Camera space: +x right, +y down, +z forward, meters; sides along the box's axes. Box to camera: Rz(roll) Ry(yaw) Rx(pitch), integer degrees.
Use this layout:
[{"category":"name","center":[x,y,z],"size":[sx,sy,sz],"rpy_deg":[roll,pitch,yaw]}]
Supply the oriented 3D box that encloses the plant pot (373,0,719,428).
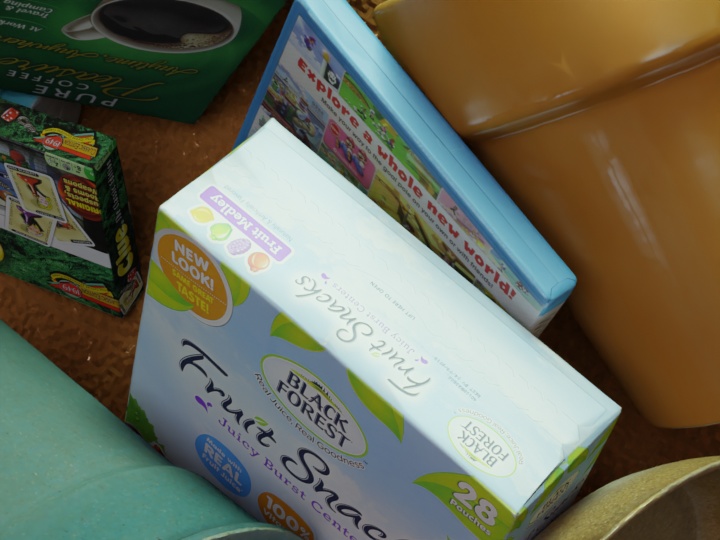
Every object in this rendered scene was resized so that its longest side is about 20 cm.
[{"category":"plant pot","center":[0.130,-0.051,0.808],"size":[0.199,0.200,0.185],"rpy_deg":[-22,96,13]}]

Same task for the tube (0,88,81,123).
[{"category":"tube","center":[-0.218,-0.105,0.970],"size":[0.199,0.050,0.078],"rpy_deg":[29,117,16]}]

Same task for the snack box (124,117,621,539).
[{"category":"snack box","center":[-0.008,0.067,0.826],"size":[0.168,0.201,0.068],"rpy_deg":[40,56,16]}]

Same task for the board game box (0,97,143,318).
[{"category":"board game box","center":[-0.189,-0.048,0.935],"size":[0.199,0.105,0.024],"rpy_deg":[19,59,16]}]

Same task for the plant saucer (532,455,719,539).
[{"category":"plant saucer","center":[0.083,0.144,0.802],"size":[0.035,0.200,0.201],"rpy_deg":[36,96,33]}]

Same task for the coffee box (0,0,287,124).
[{"category":"coffee box","center":[-0.090,-0.122,0.843],"size":[0.122,0.200,0.044],"rpy_deg":[8,68,-18]}]

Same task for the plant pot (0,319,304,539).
[{"category":"plant pot","center":[-0.151,0.112,0.824],"size":[0.196,0.200,0.201],"rpy_deg":[42,98,26]}]

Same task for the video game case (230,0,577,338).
[{"category":"video game case","center":[0.000,0.000,0.843],"size":[0.018,0.200,0.143],"rpy_deg":[-31,75,-29]}]
